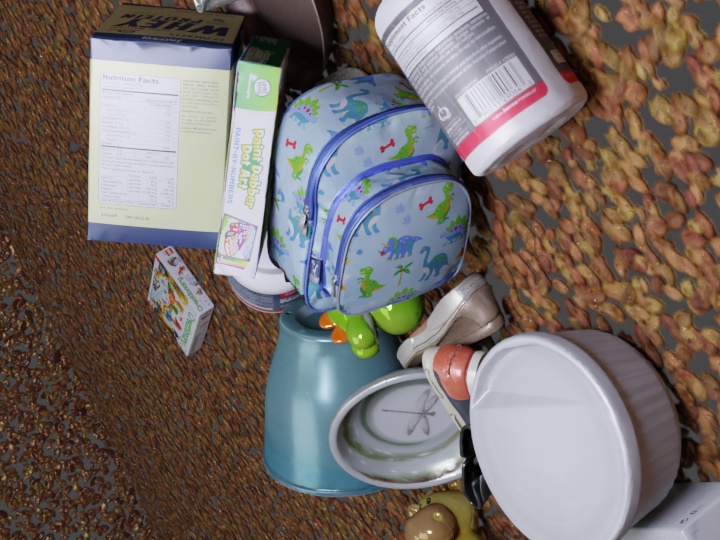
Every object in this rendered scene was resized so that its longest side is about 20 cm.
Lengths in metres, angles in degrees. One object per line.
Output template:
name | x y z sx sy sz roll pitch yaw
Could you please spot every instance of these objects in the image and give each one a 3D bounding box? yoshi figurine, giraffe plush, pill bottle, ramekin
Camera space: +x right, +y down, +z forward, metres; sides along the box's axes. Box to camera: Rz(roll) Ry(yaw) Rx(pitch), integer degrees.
yoshi figurine | 0.015 0.000 1.373 0.112 0.112 0.201 -39 46 32
giraffe plush | 0.120 0.337 1.568 0.163 0.172 0.200 64 -167 12
pill bottle | 0.081 -0.185 1.020 0.201 0.110 0.111 56 157 6
pill bottle | -0.103 -0.024 1.514 0.120 0.119 0.200 55 171 8
ramekin | 0.196 0.145 1.158 0.202 0.094 0.204 26 124 47

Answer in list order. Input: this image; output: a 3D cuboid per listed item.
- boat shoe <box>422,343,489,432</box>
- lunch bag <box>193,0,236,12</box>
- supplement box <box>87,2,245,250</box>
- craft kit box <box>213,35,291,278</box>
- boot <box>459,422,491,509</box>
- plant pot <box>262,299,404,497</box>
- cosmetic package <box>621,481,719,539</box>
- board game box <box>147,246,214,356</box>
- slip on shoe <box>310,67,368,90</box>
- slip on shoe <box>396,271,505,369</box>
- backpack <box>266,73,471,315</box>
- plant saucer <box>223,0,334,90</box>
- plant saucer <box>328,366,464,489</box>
boat shoe | 0.119 0.138 1.332 0.062 0.072 0.200 7 150 27
lunch bag | -0.067 -0.321 1.080 0.118 0.163 0.200 62 158 6
supplement box | -0.194 -0.151 1.314 0.200 0.133 0.201 -94 8 -69
craft kit box | -0.103 -0.115 1.251 0.200 0.048 0.199 -90 11 -73
boot | 0.155 0.200 1.313 0.068 0.130 0.201 33 146 44
plant pot | -0.024 0.134 1.537 0.200 0.199 0.189 26 126 51
cosmetic package | 0.287 0.261 1.190 0.113 0.081 0.200 61 158 -5
board game box | -0.302 0.053 2.161 0.127 0.035 0.200 53 156 12
slip on shoe | -0.038 -0.130 1.344 0.200 0.061 0.074 -56 48 36
slip on shoe | 0.096 0.069 1.353 0.061 0.076 0.200 48 149 9
backpack | 0.015 -0.070 1.202 0.147 0.182 0.201 44 142 44
plant saucer | -0.086 -0.283 1.330 0.200 0.034 0.201 45 154 29
plant saucer | 0.062 0.163 1.426 0.050 0.199 0.201 -99 2 -46
